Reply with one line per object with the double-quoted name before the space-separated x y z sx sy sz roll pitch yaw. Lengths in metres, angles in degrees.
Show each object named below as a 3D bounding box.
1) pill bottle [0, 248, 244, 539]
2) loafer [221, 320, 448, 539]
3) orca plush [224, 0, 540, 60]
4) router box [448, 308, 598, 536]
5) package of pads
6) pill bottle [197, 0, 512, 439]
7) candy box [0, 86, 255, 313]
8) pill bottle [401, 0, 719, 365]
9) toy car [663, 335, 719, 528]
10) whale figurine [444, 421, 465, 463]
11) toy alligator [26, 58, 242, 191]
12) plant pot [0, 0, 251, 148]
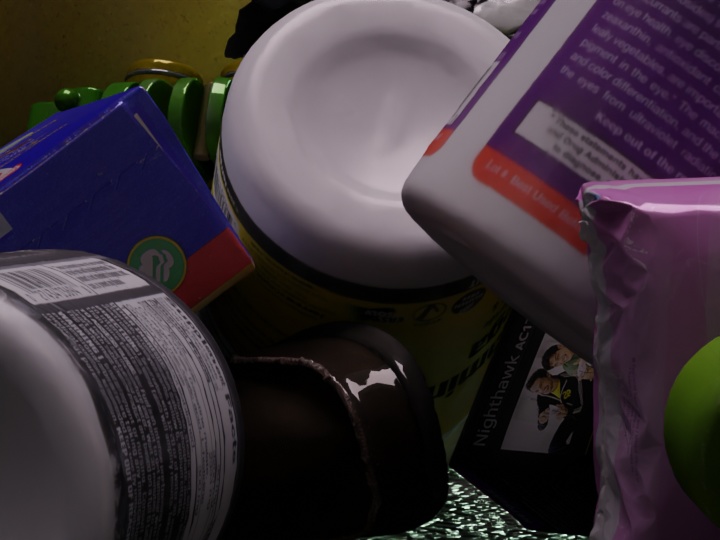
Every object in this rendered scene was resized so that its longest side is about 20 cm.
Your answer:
"pill bottle" -0.089 0.048 0.753 0.106 0.106 0.200 -1 1 9
"loafer" -0.048 0.064 0.985 0.071 0.073 0.200 -20 7 -37
"orca plush" 0.055 -0.073 1.087 0.200 0.105 0.071 18 27 -43
"router box" 0.129 -0.008 0.978 0.149 0.200 0.051 2 -28 47
"package of pads" 0.158 0.033 0.821 0.200 0.121 0.076 -1 7 -5
"pill bottle" 0.000 0.000 1.054 0.112 0.113 0.200 -1 -30 -8
"candy box" -0.136 0.017 1.010 0.169 0.077 0.200 -36 8 -10
"pill bottle" 0.113 -0.067 0.906 0.111 0.200 0.111 38 -3 2
"toy car" 0.196 0.033 0.705 0.200 0.158 0.164 11 12 -13
"whale figurine" 0.015 0.030 1.247 0.200 0.104 0.159 5 5 44
"toy alligator" -0.090 -0.053 1.136 0.200 0.059 0.054 2 -20 19
"plant pot" -0.078 -0.083 1.249 0.200 0.142 0.200 -18 23 8
